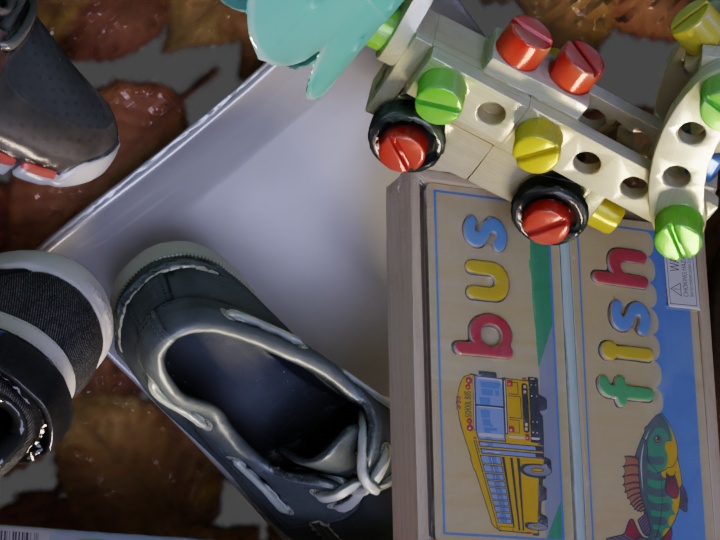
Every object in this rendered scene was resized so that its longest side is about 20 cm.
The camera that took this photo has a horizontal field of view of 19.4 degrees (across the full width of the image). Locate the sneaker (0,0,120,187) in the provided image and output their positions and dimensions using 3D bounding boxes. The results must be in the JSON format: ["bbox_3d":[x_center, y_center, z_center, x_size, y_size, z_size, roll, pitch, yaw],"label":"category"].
[{"bbox_3d":[-0.152,-0.110,0.746,0.082,0.077,0.200,-43,115,17],"label":"sneaker"}]

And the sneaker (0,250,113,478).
[{"bbox_3d":[-0.194,0.052,0.752,0.200,0.112,0.073,-15,113,19],"label":"sneaker"}]

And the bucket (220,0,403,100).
[{"bbox_3d":[-0.036,-0.166,0.670,0.135,0.207,0.207,-46,114,4],"label":"bucket"}]

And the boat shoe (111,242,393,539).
[{"bbox_3d":[-0.019,0.072,0.826,0.073,0.062,0.200,-43,115,5],"label":"boat shoe"}]

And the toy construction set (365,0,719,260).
[{"bbox_3d":[0.076,-0.080,0.773,0.200,0.092,0.131,36,130,0],"label":"toy construction set"}]

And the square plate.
[{"bbox_3d":[0.000,0.000,0.861,0.198,0.028,0.200,-40,115,2],"label":"square plate"}]

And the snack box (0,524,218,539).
[{"bbox_3d":[-0.076,0.161,0.846,0.200,0.053,0.142,5,144,-10],"label":"snack box"}]

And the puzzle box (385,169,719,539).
[{"bbox_3d":[0.075,0.063,0.810,0.133,0.025,0.200,6,71,-21],"label":"puzzle box"}]

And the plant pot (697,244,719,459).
[{"bbox_3d":[0.213,0.024,0.859,0.187,0.187,0.200,26,118,-22],"label":"plant pot"}]
